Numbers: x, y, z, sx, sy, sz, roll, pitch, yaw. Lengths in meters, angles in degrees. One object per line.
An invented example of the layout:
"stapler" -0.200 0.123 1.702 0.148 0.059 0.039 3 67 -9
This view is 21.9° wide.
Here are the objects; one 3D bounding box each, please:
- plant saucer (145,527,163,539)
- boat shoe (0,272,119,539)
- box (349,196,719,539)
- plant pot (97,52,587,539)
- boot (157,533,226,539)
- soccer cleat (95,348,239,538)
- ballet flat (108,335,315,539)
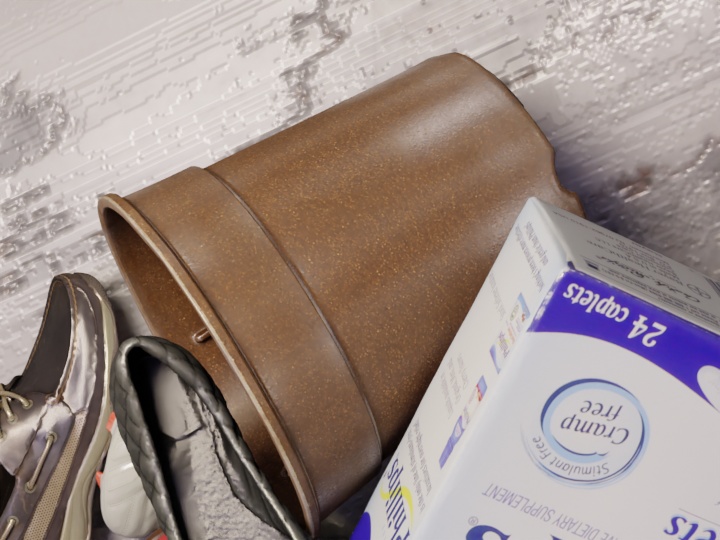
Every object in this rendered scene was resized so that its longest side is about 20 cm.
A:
"plant saucer" -0.104 0.211 1.016 0.200 0.032 0.201 -36 38 34
"boat shoe" -0.190 0.099 1.089 0.074 0.073 0.202 4 85 61
"box" 0.118 0.101 0.854 0.183 0.105 0.201 23 107 -12
"plant pot" 0.000 0.000 0.952 0.198 0.201 0.201 -32 71 -14
"boot" -0.068 0.231 0.894 0.144 0.073 0.200 -35 73 -16
"soccer cleat" -0.083 0.071 1.062 0.077 0.069 0.201 31 94 34
"ballet flat" -0.065 0.120 0.871 0.066 0.057 0.201 -34 74 0
